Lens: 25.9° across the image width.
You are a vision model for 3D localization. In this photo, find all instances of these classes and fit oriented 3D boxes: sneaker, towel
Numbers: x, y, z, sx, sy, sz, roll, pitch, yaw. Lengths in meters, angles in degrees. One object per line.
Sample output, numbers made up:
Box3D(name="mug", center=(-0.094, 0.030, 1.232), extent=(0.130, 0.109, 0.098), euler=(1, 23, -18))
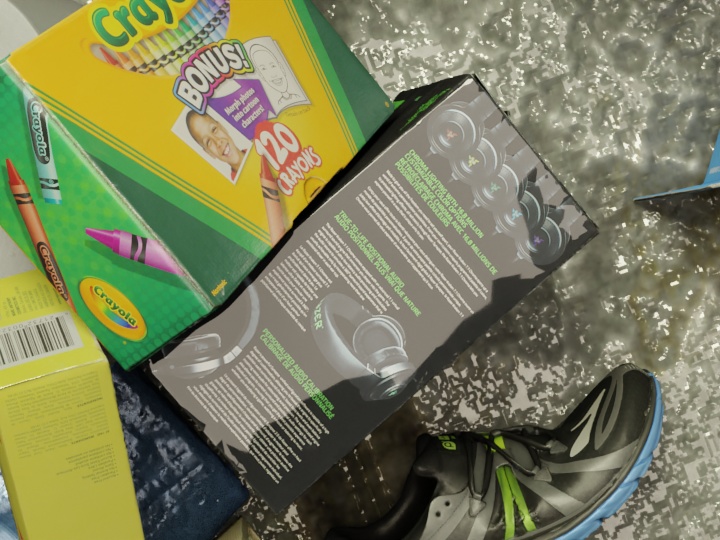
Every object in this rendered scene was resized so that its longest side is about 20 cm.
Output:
Box3D(name="sneaker", center=(0.069, 0.109, 0.796), extent=(0.199, 0.071, 0.083), euler=(-34, 98, -1))
Box3D(name="towel", center=(-0.156, 0.141, 0.773), extent=(0.200, 0.049, 0.112), euler=(-45, 99, -13))

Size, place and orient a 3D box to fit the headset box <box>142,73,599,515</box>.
Box3D(name="headset box", center=(0.000, 0.000, 0.738), extent=(0.200, 0.174, 0.093), euler=(-41, 98, -3))

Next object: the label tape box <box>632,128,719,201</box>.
Box3D(name="label tape box", center=(0.244, -0.082, 0.776), extent=(0.199, 0.144, 0.064), euler=(-9, 90, -5))

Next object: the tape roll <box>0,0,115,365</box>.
Box3D(name="tape roll", center=(-0.183, -0.035, 0.728), extent=(0.200, 0.066, 0.201), euler=(-1, 89, 33))

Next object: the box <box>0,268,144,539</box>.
Box3D(name="box", center=(-0.124, 0.100, 0.670), extent=(0.050, 0.075, 0.200), euler=(-16, 129, -16))

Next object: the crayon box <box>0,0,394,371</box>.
Box3D(name="crayon box", center=(-0.073, -0.062, 0.653), extent=(0.058, 0.200, 0.119), euler=(-34, 101, 34))

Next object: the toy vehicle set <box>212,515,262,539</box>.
Box3D(name="toy vehicle set", center=(-0.006, 0.212, 0.762), extent=(0.026, 0.124, 0.200), euler=(-39, 93, -4))
